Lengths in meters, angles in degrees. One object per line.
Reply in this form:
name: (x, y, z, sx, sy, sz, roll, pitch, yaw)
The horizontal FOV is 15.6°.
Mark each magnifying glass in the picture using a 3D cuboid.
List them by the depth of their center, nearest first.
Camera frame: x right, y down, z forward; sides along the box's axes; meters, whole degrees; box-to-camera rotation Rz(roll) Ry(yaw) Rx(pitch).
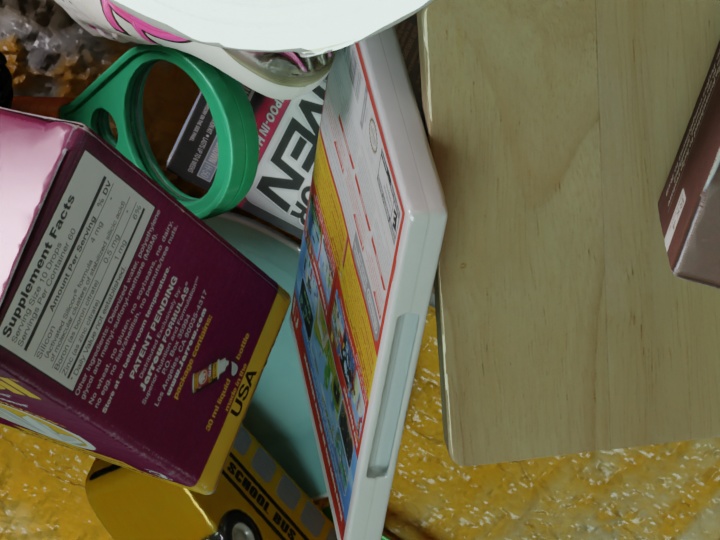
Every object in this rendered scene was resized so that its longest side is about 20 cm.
magnifying glass: (-0.115, -0.065, 1.180, 0.199, 0.022, 0.080, 5, 109, 46)

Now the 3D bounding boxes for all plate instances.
plate: (-0.071, 0.038, 1.305, 0.199, 0.026, 0.201, 12, 134, 13)

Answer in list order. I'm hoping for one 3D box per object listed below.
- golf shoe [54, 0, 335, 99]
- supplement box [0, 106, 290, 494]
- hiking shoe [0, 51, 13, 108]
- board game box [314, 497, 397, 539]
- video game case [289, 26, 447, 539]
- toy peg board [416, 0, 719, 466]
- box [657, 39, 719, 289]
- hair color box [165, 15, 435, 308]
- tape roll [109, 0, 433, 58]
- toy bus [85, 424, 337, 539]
golf shoe: (-0.084, -0.129, 1.101, 0.200, 0.072, 0.092, 41, 145, 23)
supplement box: (-0.138, 0.008, 1.123, 0.130, 0.104, 0.200, 16, 167, 31)
hiking shoe: (-0.198, -0.102, 1.175, 0.075, 0.101, 0.202, 15, 97, 25)
board game box: (-0.022, 0.193, 1.424, 0.095, 0.030, 0.200, 32, 136, -9)
video game case: (0.000, 0.000, 1.082, 0.017, 0.144, 0.201, -2, 135, -13)
toy peg board: (0.121, -0.042, 1.066, 0.198, 0.098, 0.201, -7, 116, -4)
box: (0.220, -0.026, 0.979, 0.199, 0.075, 0.101, 16, 113, -8)
hair color box: (0.025, -0.048, 1.164, 0.199, 0.061, 0.099, 27, 134, -4)
tape roll: (-0.023, -0.191, 0.951, 0.201, 0.139, 0.204, 3, 107, 10)
toy bus: (-0.050, 0.153, 1.327, 0.065, 0.079, 0.200, -24, 118, 35)
